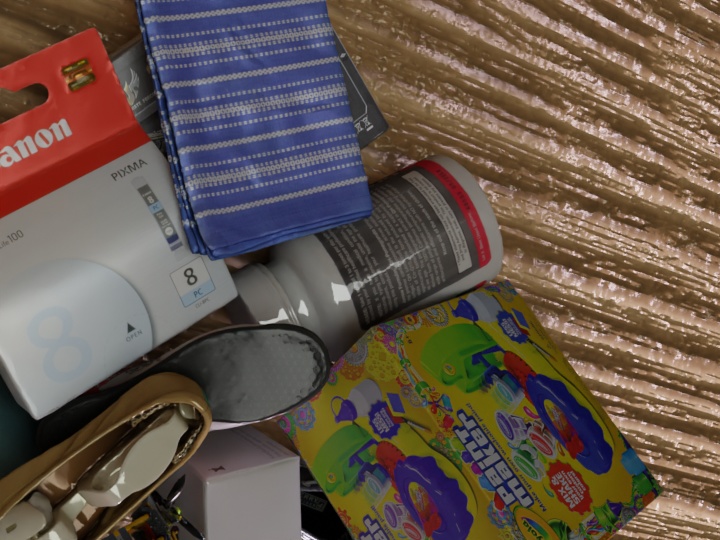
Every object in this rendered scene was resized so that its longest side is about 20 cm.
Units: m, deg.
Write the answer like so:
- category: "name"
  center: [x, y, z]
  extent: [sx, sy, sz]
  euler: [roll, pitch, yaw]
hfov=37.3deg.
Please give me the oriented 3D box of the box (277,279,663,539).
- category: "box"
  center: [0.082, 0.136, 0.776]
  extent: [0.192, 0.122, 0.201]
  euler: [-16, 66, -52]

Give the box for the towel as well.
- category: "towel"
  center: [-0.069, -0.118, 0.722]
  extent: [0.144, 0.024, 0.202]
  euler: [-15, 95, -30]

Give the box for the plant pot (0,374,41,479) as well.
- category: "plant pot"
  center: [-0.284, 0.162, 0.686]
  extent: [0.198, 0.135, 0.202]
  euler: [-5, 102, -25]

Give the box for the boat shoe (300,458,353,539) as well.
- category: "boat shoe"
  center: [0.006, 0.206, 0.870]
  extent: [0.199, 0.068, 0.072]
  euler: [30, 86, -30]

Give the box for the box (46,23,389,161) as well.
- category: "box"
  center: [-0.098, -0.113, 0.774]
  extent: [0.200, 0.048, 0.159]
  euler: [-39, 112, -14]

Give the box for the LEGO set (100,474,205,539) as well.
- category: "LEGO set"
  center: [-0.148, 0.241, 0.731]
  extent: [0.116, 0.154, 0.201]
  euler: [-22, 153, -54]

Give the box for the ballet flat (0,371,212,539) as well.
- category: "ballet flat"
  center: [-0.169, 0.134, 0.631]
  extent: [0.200, 0.063, 0.069]
  euler: [-44, 113, -18]

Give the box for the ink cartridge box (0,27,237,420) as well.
- category: "ink cartridge box"
  center: [-0.187, -0.032, 0.683]
  extent: [0.159, 0.047, 0.201]
  euler: [-32, 113, -25]

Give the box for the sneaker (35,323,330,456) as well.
- category: "sneaker"
  center: [-0.122, 0.082, 0.745]
  extent: [0.200, 0.108, 0.068]
  euler: [-20, 94, -6]

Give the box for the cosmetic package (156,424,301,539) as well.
- category: "cosmetic package"
  center: [-0.100, 0.224, 0.798]
  extent: [0.080, 0.113, 0.202]
  euler: [-6, 104, -31]

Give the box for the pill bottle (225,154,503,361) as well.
- category: "pill bottle"
  center: [0.000, 0.000, 0.808]
  extent: [0.199, 0.111, 0.112]
  euler: [-27, 110, -19]
